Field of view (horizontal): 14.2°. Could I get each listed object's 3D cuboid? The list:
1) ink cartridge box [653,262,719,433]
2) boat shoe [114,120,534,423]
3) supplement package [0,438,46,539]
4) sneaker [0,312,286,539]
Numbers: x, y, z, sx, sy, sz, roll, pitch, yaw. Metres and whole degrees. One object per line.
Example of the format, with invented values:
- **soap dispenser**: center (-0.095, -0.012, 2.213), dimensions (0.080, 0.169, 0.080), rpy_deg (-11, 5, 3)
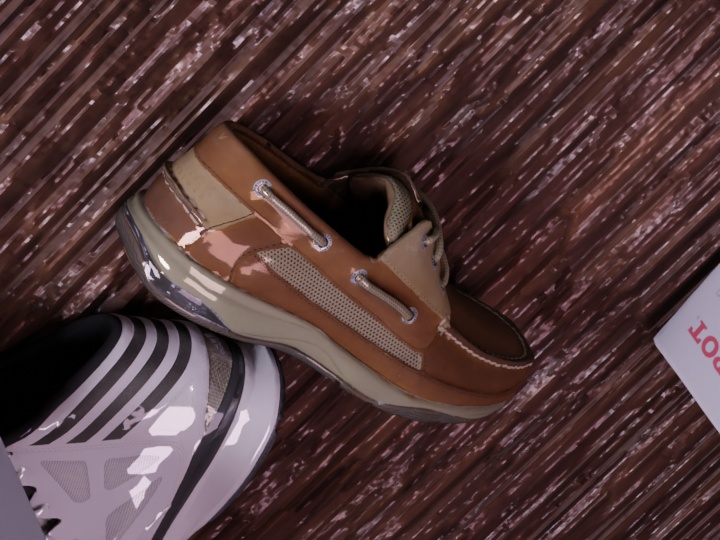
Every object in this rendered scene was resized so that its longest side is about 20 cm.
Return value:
- **ink cartridge box**: center (0.239, 0.013, 1.200), dimensions (0.086, 0.148, 0.200), rpy_deg (23, 115, -42)
- **boat shoe**: center (0.000, 0.000, 1.106), dimensions (0.200, 0.076, 0.074), rpy_deg (22, 113, -43)
- **supplement package**: center (-0.221, 0.143, 1.019), dimensions (0.152, 0.151, 0.200), rpy_deg (2, 140, -43)
- **sneaker**: center (-0.125, 0.096, 1.139), dimensions (0.115, 0.076, 0.201), rpy_deg (20, 110, -31)
